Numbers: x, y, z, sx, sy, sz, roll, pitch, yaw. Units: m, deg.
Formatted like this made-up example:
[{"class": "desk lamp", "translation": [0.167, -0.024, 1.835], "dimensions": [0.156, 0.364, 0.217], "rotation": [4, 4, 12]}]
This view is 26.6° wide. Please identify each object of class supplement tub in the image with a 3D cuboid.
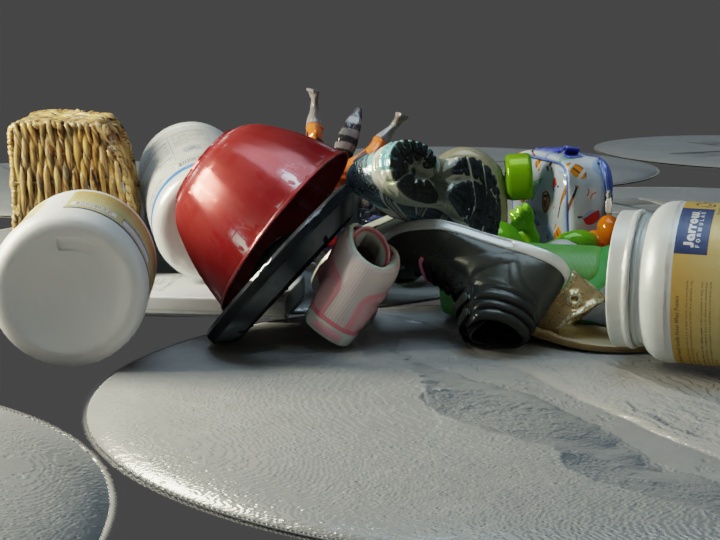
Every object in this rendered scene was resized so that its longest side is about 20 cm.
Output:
[{"class": "supplement tub", "translation": [-0.178, -0.081, 1.711], "dimensions": [0.130, 0.133, 0.200], "rotation": [-2, 20, -13]}, {"class": "supplement tub", "translation": [-0.267, 0.001, 1.444], "dimensions": [0.143, 0.146, 0.200], "rotation": [0, 10, -4]}, {"class": "supplement tub", "translation": [0.327, 0.013, 1.355], "dimensions": [0.198, 0.146, 0.144], "rotation": [4, 11, 20]}]

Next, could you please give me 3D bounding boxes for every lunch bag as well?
[{"class": "lunch bag", "translation": [0.243, -0.072, 1.825], "dimensions": [0.075, 0.162, 0.200], "rotation": [-3, 10, -15]}]

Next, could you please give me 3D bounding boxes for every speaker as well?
[{"class": "speaker", "translation": [0.185, 0.012, 1.572], "dimensions": [0.198, 0.090, 0.088], "rotation": [3, 10, 13]}]

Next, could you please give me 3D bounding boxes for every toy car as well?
[{"class": "toy car", "translation": [0.128, -0.062, 1.852], "dimensions": [0.162, 0.160, 0.200], "rotation": [-3, -2, 4]}]

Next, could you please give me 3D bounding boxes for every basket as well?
[{"class": "basket", "translation": [-0.318, -0.080, 1.732], "dimensions": [0.141, 0.203, 0.149], "rotation": [-1, 10, -3]}]

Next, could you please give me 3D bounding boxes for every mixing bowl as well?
[{"class": "mixing bowl", "translation": [-0.113, -0.071, 1.519], "dimensions": [0.108, 0.201, 0.200], "rotation": [39, 17, 6]}]

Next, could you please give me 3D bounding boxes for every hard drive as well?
[{"class": "hard drive", "translation": [-0.168, 0.026, 1.646], "dimensions": [0.197, 0.027, 0.132], "rotation": [2, 10, 7]}]

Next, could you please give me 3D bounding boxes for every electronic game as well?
[{"class": "electronic game", "translation": [-0.076, -0.006, 1.463], "dimensions": [0.042, 0.200, 0.200], "rotation": [42, 14, 0]}]

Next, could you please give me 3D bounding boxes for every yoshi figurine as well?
[{"class": "yoshi figurine", "translation": [0.197, -0.015, 1.671], "dimensions": [0.198, 0.113, 0.112], "rotation": [-5, 17, -10]}]

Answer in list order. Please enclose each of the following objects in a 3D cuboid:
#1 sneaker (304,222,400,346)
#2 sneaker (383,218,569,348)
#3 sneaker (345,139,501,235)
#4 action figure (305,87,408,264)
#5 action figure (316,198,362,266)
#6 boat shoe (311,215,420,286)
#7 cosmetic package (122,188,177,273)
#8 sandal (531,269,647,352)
[{"class": "sneaker", "translation": [0.000, 0.000, 1.526], "dimensions": [0.075, 0.105, 0.200], "rotation": [30, 14, -2]}, {"class": "sneaker", "translation": [0.094, 0.015, 1.475], "dimensions": [0.198, 0.100, 0.071], "rotation": [13, -30, 27]}, {"class": "sneaker", "translation": [0.066, -0.080, 1.531], "dimensions": [0.086, 0.079, 0.199], "rotation": [-8, -22, 41]}, {"class": "action figure", "translation": [-0.002, -0.088, 1.719], "dimensions": [0.198, 0.196, 0.105], "rotation": [15, 1, -9]}, {"class": "action figure", "translation": [-0.018, -0.046, 1.830], "dimensions": [0.130, 0.070, 0.200], "rotation": [-38, 11, -18]}, {"class": "boat shoe", "translation": [0.037, -0.017, 1.647], "dimensions": [0.199, 0.068, 0.072], "rotation": [-28, -35, 10]}, {"class": "cosmetic package", "translation": [-0.201, -0.057, 1.894], "dimensions": [0.198, 0.103, 0.071], "rotation": [-7, 11, -38]}, {"class": "sandal", "translation": [0.196, 0.034, 1.490], "dimensions": [0.209, 0.071, 0.078], "rotation": [4, 11, 21]}]
